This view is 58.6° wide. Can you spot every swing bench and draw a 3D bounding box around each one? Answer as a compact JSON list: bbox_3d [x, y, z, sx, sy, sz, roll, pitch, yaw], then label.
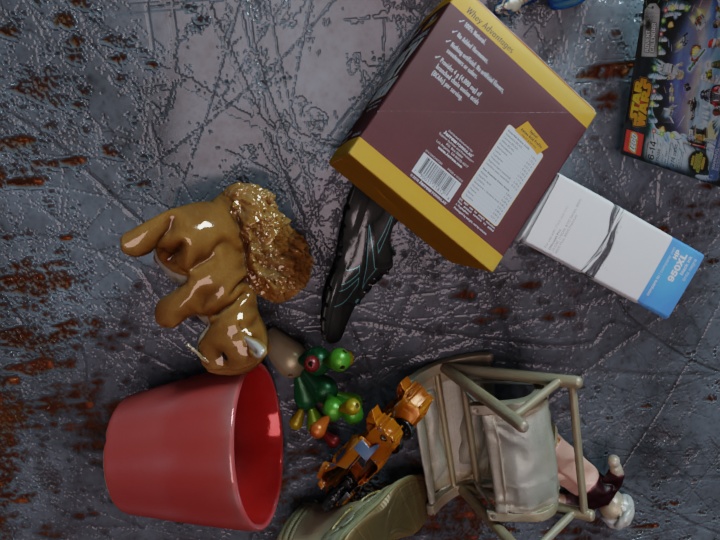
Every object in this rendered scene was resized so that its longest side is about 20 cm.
[{"bbox_3d":[0.174,0.227,0.819,0.128,0.198,0.205,-22,110,-34],"label":"swing bench"}]

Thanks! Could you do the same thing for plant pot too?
[{"bbox_3d":[-0.203,0.221,0.793,0.172,0.201,0.206,-7,107,8],"label":"plant pot"}]

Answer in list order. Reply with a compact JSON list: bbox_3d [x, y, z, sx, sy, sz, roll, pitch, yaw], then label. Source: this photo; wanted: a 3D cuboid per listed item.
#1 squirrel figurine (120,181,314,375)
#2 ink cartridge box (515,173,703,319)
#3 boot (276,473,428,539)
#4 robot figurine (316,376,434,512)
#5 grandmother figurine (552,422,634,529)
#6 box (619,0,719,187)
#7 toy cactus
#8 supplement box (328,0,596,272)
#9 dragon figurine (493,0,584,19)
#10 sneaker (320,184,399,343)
[{"bbox_3d":[-0.141,0.013,0.739,0.197,0.142,0.190,-30,85,-11],"label":"squirrel figurine"},{"bbox_3d":[0.268,-0.042,0.753,0.196,0.145,0.086,26,103,-10],"label":"ink cartridge box"},{"bbox_3d":[-0.005,0.338,0.880,0.153,0.198,0.075,-17,93,43],"label":"boot"},{"bbox_3d":[0.011,0.225,0.814,0.058,0.144,0.201,44,129,12],"label":"robot figurine"},{"bbox_3d":[0.317,0.295,0.903,0.199,0.061,0.121,41,128,-16],"label":"grandmother figurine"},{"bbox_3d":[0.362,-0.209,0.695,0.039,0.136,0.205,-17,121,-25],"label":"box"},{"bbox_3d":[-0.067,0.144,0.809,0.164,0.202,0.102,40,64,17],"label":"toy cactus"},{"bbox_3d":[0.104,-0.144,0.700,0.195,0.133,0.202,36,87,-12],"label":"supplement box"},{"bbox_3d":[0.240,-0.328,0.714,0.195,0.099,0.061,-18,106,-18],"label":"dragon figurine"},{"bbox_3d":[0.000,0.000,0.790,0.077,0.076,0.205,14,105,-9],"label":"sneaker"}]
